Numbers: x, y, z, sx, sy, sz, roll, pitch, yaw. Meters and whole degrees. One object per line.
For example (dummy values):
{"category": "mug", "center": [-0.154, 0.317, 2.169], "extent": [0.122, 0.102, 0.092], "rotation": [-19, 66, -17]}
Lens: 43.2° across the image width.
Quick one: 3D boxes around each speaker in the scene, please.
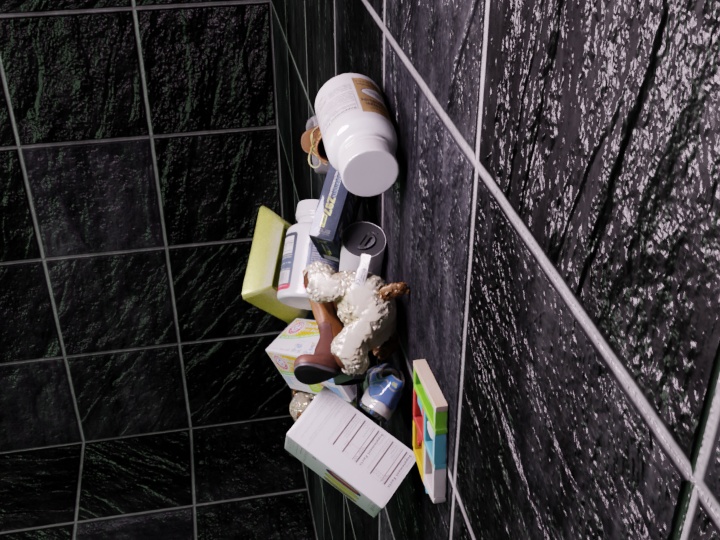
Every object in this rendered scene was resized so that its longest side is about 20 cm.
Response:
{"category": "speaker", "center": [0.000, 0.000, 1.671], "extent": [0.200, 0.081, 0.081], "rotation": [97, 165, -56]}

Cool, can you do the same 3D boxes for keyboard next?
{"category": "keyboard", "center": [0.003, 0.183, 1.700], "extent": [0.104, 0.039, 0.201], "rotation": [25, -119, -59]}

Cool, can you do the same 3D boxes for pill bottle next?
{"category": "pill bottle", "center": [-0.092, -0.031, 1.794], "extent": [0.120, 0.119, 0.201], "rotation": [118, 160, -74]}
{"category": "pill bottle", "center": [-0.003, -0.212, 1.433], "extent": [0.200, 0.114, 0.115], "rotation": [-105, 13, -45]}

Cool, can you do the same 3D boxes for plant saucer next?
{"category": "plant saucer", "center": [-0.147, -0.006, 1.862], "extent": [0.200, 0.048, 0.201], "rotation": [34, -120, -51]}

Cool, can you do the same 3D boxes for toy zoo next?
{"category": "toy zoo", "center": [0.103, 0.252, 1.365], "extent": [0.131, 0.020, 0.201], "rotation": [-113, 20, -62]}

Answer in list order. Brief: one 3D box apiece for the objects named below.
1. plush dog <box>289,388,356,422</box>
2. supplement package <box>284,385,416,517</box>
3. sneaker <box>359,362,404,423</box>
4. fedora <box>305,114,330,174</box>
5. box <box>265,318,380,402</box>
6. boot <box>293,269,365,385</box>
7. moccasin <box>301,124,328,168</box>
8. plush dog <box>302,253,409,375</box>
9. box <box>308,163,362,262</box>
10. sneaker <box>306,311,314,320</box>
{"category": "plush dog", "center": [-0.061, 0.277, 1.881], "extent": [0.200, 0.171, 0.161], "rotation": [-117, 24, -66]}
{"category": "supplement package", "center": [-0.018, 0.310, 1.551], "extent": [0.200, 0.110, 0.114], "rotation": [36, 158, 10]}
{"category": "sneaker", "center": [0.047, 0.200, 1.588], "extent": [0.077, 0.076, 0.200], "rotation": [-56, 7, 8]}
{"category": "fedora", "center": [-0.060, -0.263, 1.834], "extent": [0.200, 0.090, 0.178], "rotation": [106, 157, -66]}
{"category": "box", "center": [-0.076, 0.173, 1.800], "extent": [0.200, 0.101, 0.113], "rotation": [3, 130, 50]}
{"category": "boot", "center": [-0.064, 0.090, 1.546], "extent": [0.068, 0.188, 0.201], "rotation": [-24, 69, 34]}
{"category": "moccasin", "center": [-0.058, -0.231, 1.692], "extent": [0.201, 0.077, 0.074], "rotation": [27, 129, 52]}
{"category": "plush dog", "center": [0.012, 0.061, 1.525], "extent": [0.201, 0.160, 0.172], "rotation": [65, -174, 9]}
{"category": "box", "center": [-0.039, -0.110, 1.649], "extent": [0.200, 0.051, 0.158], "rotation": [74, -148, -79]}
{"category": "sneaker", "center": [-0.103, 0.100, 1.970], "extent": [0.200, 0.077, 0.081], "rotation": [38, 174, 22]}
